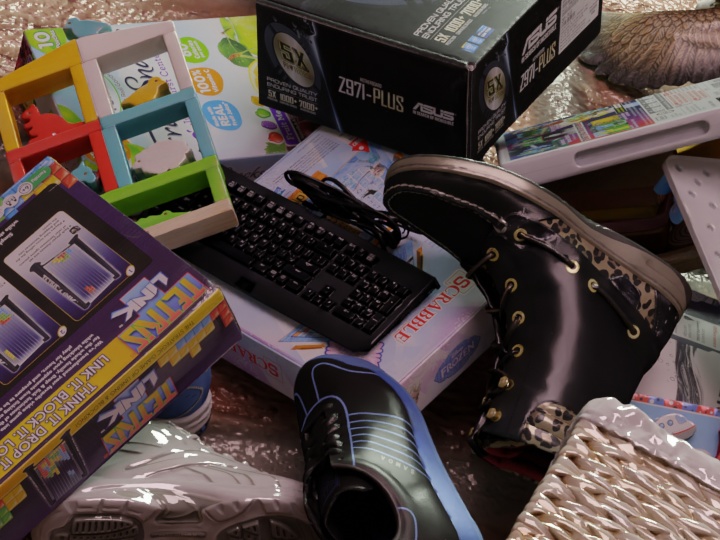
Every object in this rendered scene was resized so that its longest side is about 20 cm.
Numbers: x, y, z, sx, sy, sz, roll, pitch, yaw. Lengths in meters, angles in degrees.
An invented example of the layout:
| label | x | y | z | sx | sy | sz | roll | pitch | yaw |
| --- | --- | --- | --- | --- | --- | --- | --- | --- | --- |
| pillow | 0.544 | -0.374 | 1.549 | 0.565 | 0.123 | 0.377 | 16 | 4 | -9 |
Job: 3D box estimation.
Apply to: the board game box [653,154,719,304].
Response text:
| label | x | y | z | sx | sy | sz | roll | pitch | yaw |
| --- | --- | --- | --- | --- | --- | --- | --- | --- | --- |
| board game box | 0.300 | 0.017 | 1.709 | 0.200 | 0.026 | 0.200 | 4 | 50 | -30 |

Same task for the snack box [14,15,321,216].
| label | x | y | z | sx | sy | sz | roll | pitch | yaw |
| --- | --- | --- | --- | --- | --- | --- | --- | --- | --- |
| snack box | -0.121 | -0.108 | 1.833 | 0.200 | 0.053 | 0.142 | -7 | 48 | -26 |

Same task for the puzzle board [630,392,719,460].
| label | x | y | z | sx | sy | sz | roll | pitch | yaw |
| --- | --- | --- | --- | --- | --- | --- | --- | --- | --- |
| puzzle board | 0.224 | 0.161 | 1.630 | 0.200 | 0.017 | 0.151 | 11 | 77 | -1 |

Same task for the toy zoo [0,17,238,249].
| label | x | y | z | sx | sy | sz | roll | pitch | yaw |
| --- | --- | --- | --- | --- | --- | --- | --- | --- | --- |
| toy zoo | -0.165 | -0.087 | 1.733 | 0.131 | 0.020 | 0.200 | -20 | 54 | 0 |

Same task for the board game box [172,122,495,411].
| label | x | y | z | sx | sy | sz | roll | pitch | yaw |
| --- | --- | --- | --- | --- | --- | --- | --- | --- | --- |
| board game box | 0.000 | 0.000 | 1.707 | 0.200 | 0.041 | 0.200 | 29 | 55 | 32 |

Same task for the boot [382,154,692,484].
| label | x | y | z | sx | sy | sz | roll | pitch | yaw |
| --- | --- | --- | --- | --- | --- | --- | --- | --- | --- |
| boot | 0.088 | 0.031 | 1.607 | 0.204 | 0.073 | 0.154 | 27 | 64 | -7 |

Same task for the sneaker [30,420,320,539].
| label | x | y | z | sx | sy | sz | roll | pitch | yaw |
| --- | --- | --- | --- | --- | --- | --- | --- | --- | --- |
| sneaker | -0.095 | 0.127 | 1.579 | 0.200 | 0.078 | 0.099 | 7 | 39 | -15 |

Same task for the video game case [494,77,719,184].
| label | x | y | z | sx | sy | sz | roll | pitch | yaw |
| --- | --- | --- | --- | --- | --- | --- | --- | --- | --- |
| video game case | 0.180 | -0.093 | 1.783 | 0.182 | 0.023 | 0.200 | -14 | 8 | 4 |

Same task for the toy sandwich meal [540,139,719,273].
| label | x | y | z | sx | sy | sz | roll | pitch | yaw |
| --- | --- | --- | --- | --- | --- | --- | --- | --- | --- |
| toy sandwich meal | 0.203 | -0.055 | 1.833 | 0.205 | 0.070 | 0.205 | -17 | 18 | 6 |

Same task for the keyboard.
| label | x | y | z | sx | sy | sz | roll | pitch | yaw |
| --- | --- | --- | --- | --- | --- | --- | --- | --- | --- |
| keyboard | -0.043 | -0.027 | 1.683 | 0.200 | 0.040 | 0.104 | 28 | 56 | 30 |

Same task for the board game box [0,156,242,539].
| label | x | y | z | sx | sy | sz | roll | pitch | yaw |
| --- | --- | --- | --- | --- | --- | --- | --- | --- | --- |
| board game box | -0.197 | 0.048 | 1.550 | 0.200 | 0.057 | 0.165 | -42 | 56 | -16 |

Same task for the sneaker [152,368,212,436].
| label | x | y | z | sx | sy | sz | roll | pitch | yaw |
| --- | --- | --- | --- | --- | --- | --- | --- | --- | --- |
| sneaker | -0.182 | 0.039 | 1.636 | 0.200 | 0.077 | 0.076 | 16 | 43 | 0 |

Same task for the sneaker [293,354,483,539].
| label | x | y | z | sx | sy | sz | roll | pitch | yaw |
| --- | --- | --- | --- | --- | --- | --- | --- | --- | --- |
| sneaker | -0.002 | 0.112 | 1.526 | 0.078 | 0.070 | 0.200 | 15 | 26 | -39 |

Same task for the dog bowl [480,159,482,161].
| label | x | y | z | sx | sy | sz | roll | pitch | yaw |
| --- | --- | --- | --- | --- | --- | --- | --- | --- | --- |
| dog bowl | 0.049 | -0.119 | 1.891 | 0.111 | 0.050 | 0.200 | 17 | 31 | 4 |

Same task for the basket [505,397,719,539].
| label | x | y | z | sx | sy | sz | roll | pitch | yaw |
| --- | --- | --- | --- | --- | --- | --- | --- | --- | --- |
| basket | 0.152 | 0.218 | 1.485 | 0.200 | 0.198 | 0.161 | 32 | 45 | 12 |

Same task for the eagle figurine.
| label | x | y | z | sx | sy | sz | roll | pitch | yaw |
| --- | --- | --- | --- | --- | --- | --- | --- | --- | --- |
| eagle figurine | 0.276 | -0.207 | 2.047 | 0.200 | 0.151 | 0.152 | 14 | 51 | -23 |

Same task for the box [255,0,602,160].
| label | x | y | z | sx | sy | sz | roll | pitch | yaw |
| --- | --- | --- | --- | --- | --- | --- | --- | --- | --- |
| box | 0.050 | -0.172 | 1.801 | 0.164 | 0.086 | 0.200 | 20 | 43 | 24 |

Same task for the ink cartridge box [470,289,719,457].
| label | x | y | z | sx | sy | sz | roll | pitch | yaw |
| --- | --- | --- | --- | --- | --- | --- | --- | --- | --- |
| ink cartridge box | 0.189 | 0.082 | 1.728 | 0.200 | 0.084 | 0.145 | 21 | 42 | 1 |
